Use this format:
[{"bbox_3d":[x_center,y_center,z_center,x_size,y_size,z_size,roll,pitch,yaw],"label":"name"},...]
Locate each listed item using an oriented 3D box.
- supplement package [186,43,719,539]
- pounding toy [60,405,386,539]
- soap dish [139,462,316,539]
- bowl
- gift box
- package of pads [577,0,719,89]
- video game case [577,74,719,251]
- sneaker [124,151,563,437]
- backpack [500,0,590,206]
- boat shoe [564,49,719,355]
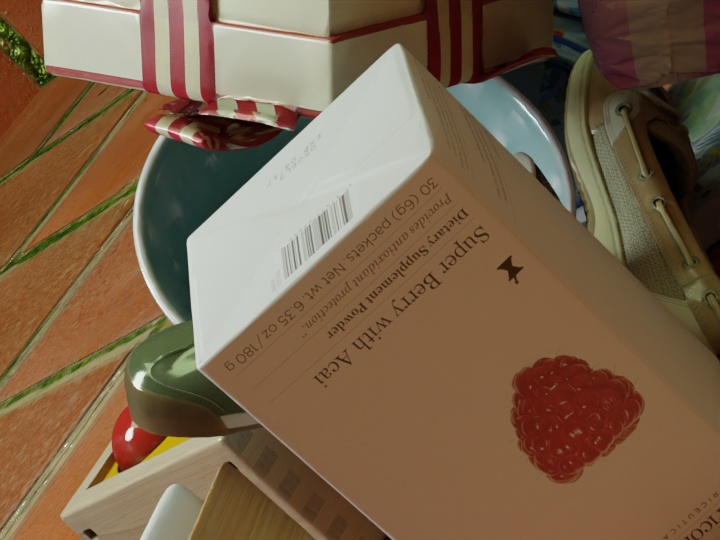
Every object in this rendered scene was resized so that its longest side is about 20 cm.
[{"bbox_3d":[0.045,0.036,0.978,0.121,0.200,0.120,-43,22,12],"label":"supplement package"},{"bbox_3d":[-0.057,0.061,1.329,0.184,0.142,0.200,-28,23,48],"label":"pounding toy"},{"bbox_3d":[-0.076,0.200,1.029,0.200,0.081,0.158,-69,-5,-55],"label":"soap dish"},{"bbox_3d":[0.000,0.000,1.187,0.201,0.200,0.105,-54,-23,-28],"label":"bowl"},{"bbox_3d":[-0.020,-0.150,1.078,0.200,0.187,0.184,16,23,40],"label":"gift box"},{"bbox_3d":[0.122,-0.191,1.110,0.075,0.121,0.200,-5,52,2],"label":"package of pads"},{"bbox_3d":[0.166,-0.057,1.265,0.200,0.022,0.182,-43,15,12],"label":"video game case"},{"bbox_3d":[-0.006,0.002,1.060,0.200,0.090,0.067,-13,35,-6],"label":"sneaker"},{"bbox_3d":[0.048,-0.108,1.300,0.163,0.199,0.154,112,147,-41],"label":"backpack"},{"bbox_3d":[0.135,-0.032,1.146,0.063,0.073,0.201,-21,37,19],"label":"boat shoe"}]
